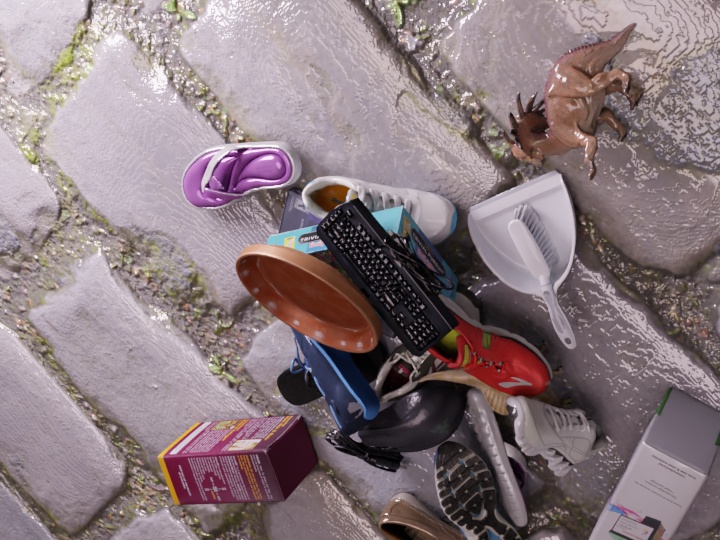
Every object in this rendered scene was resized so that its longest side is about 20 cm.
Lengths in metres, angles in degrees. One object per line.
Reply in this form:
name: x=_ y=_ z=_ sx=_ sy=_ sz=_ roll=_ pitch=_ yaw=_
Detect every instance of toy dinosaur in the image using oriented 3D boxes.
toy dinosaur: x=0.178 y=0.130 z=1.465 sx=0.199 sy=0.058 sz=0.101 roll=13 pitch=97 yaw=1
toy dinosaur: x=0.233 y=-0.191 z=1.310 sx=0.135 sy=0.086 sz=0.201 roll=28 pitch=116 yaw=23

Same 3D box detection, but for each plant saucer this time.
plant saucer: x=-0.060 y=0.031 z=1.423 sx=0.200 sy=0.032 sz=0.200 roll=26 pitch=156 yaw=12

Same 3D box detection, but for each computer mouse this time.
computer mouse: x=0.062 y=0.219 z=1.551 sx=0.138 sy=0.053 sz=0.200 roll=27 pitch=133 yaw=-34

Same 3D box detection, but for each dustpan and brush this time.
dustpan and brush: x=0.219 y=-0.002 z=1.409 sx=0.139 sy=0.057 sz=0.200 roll=-23 pitch=99 yaw=33

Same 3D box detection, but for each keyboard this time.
keyboard: x=0.030 y=0.003 z=1.358 sx=0.200 sy=0.040 sz=0.104 roll=50 pitch=122 yaw=6

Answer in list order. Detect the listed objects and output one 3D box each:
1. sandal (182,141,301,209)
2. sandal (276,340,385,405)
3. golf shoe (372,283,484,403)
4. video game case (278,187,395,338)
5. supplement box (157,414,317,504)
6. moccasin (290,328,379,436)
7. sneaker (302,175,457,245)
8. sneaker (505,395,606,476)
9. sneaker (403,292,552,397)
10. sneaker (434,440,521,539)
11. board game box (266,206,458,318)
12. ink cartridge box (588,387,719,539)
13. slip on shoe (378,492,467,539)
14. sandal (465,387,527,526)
sandal: x=-0.171 y=-0.129 z=1.554 sx=0.202 sy=0.050 sz=0.083 roll=-15 pitch=100 yaw=34
sandal: x=-0.044 y=0.146 z=1.621 sx=0.200 sy=0.045 sz=0.075 roll=-29 pitch=95 yaw=34
golf shoe: x=0.088 y=0.104 z=1.509 sx=0.077 sy=0.088 sz=0.200 roll=41 pitch=122 yaw=8
video game case: x=-0.023 y=-0.010 z=1.559 sx=0.200 sy=0.019 sz=0.143 roll=25 pitch=121 yaw=17
supplement box: x=-0.179 y=0.279 z=1.710 sx=0.199 sy=0.110 sz=0.086 roll=-8 pitch=108 yaw=30
moccasin: x=-0.052 y=0.132 z=1.539 sx=0.068 sy=0.080 sz=0.200 roll=-51 pitch=46 yaw=21
sneaker: x=0.022 y=-0.073 z=1.459 sx=0.199 sy=0.081 sz=0.077 roll=9 pitch=91 yaw=22
sneaker: x=0.239 y=0.191 z=1.428 sx=0.081 sy=0.200 sz=0.075 roll=-24 pitch=59 yaw=21
sneaker: x=0.134 y=0.103 z=1.405 sx=0.200 sy=0.085 sz=0.077 roll=27 pitch=111 yaw=5
sneaker: x=0.143 y=0.311 z=1.564 sx=0.078 sy=0.090 sz=0.200 roll=-29 pitch=112 yaw=-9
board game box: x=0.000 y=0.000 z=1.471 sx=0.199 sy=0.047 sz=0.151 roll=-11 pitch=138 yaw=30
ink cartridge box: x=0.353 y=0.265 z=1.403 sx=0.084 sy=0.145 sz=0.200 roll=28 pitch=121 yaw=15
slip on shoe: x=0.116 y=0.389 z=1.632 sx=0.200 sy=0.061 sz=0.076 roll=35 pitch=124 yaw=10
sandal: x=0.193 y=0.245 z=1.534 sx=0.050 sy=0.082 sz=0.203 roll=-22 pitch=105 yaw=-10
